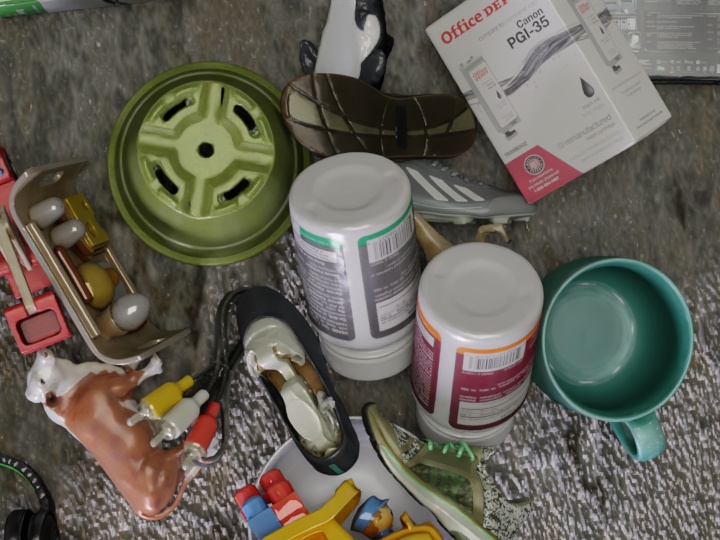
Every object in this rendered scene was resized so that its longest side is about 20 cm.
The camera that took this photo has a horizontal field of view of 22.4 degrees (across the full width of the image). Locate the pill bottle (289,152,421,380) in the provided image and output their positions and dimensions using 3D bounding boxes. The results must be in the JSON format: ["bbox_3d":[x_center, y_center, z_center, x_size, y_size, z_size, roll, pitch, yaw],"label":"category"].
[{"bbox_3d":[0.000,0.000,1.687,0.113,0.113,0.200,-11,131,-4],"label":"pill bottle"}]

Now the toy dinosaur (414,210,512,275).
[{"bbox_3d":[0.097,-0.001,1.724,0.101,0.058,0.200,-23,116,19],"label":"toy dinosaur"}]

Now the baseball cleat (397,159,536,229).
[{"bbox_3d":[0.072,-0.091,1.759,0.199,0.070,0.107,1,90,-5],"label":"baseball cleat"}]

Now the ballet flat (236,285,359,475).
[{"bbox_3d":[-0.063,0.099,1.692,0.073,0.073,0.200,-28,77,-4],"label":"ballet flat"}]

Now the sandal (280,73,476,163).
[{"bbox_3d":[0.013,-0.140,1.712,0.200,0.055,0.082,-1,90,-27],"label":"sandal"}]

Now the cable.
[{"bbox_3d":[-0.133,0.104,1.715,0.097,0.050,0.200,42,60,-10],"label":"cable"}]

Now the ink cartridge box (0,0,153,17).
[{"bbox_3d":[-0.256,-0.326,1.732,0.199,0.083,0.147,-6,89,-3],"label":"ink cartridge box"}]

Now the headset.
[{"bbox_3d":[-0.339,0.274,1.739,0.123,0.094,0.200,-22,76,0],"label":"headset"}]

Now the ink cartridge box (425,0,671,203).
[{"bbox_3d":[0.175,-0.187,1.724,0.083,0.146,0.200,-33,92,-49],"label":"ink cartridge box"}]

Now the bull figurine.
[{"bbox_3d":[-0.227,0.139,1.737,0.121,0.065,0.200,-38,97,-10],"label":"bull figurine"}]

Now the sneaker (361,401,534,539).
[{"bbox_3d":[0.083,0.183,1.692,0.089,0.077,0.200,-45,100,-4],"label":"sneaker"}]

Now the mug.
[{"bbox_3d":[0.226,0.078,1.740,0.152,0.114,0.186,12,90,-11],"label":"mug"}]

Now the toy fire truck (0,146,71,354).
[{"bbox_3d":[-0.324,-0.024,1.695,0.049,0.141,0.200,-22,91,-4],"label":"toy fire truck"}]

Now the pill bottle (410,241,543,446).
[{"bbox_3d":[0.104,0.077,1.686,0.114,0.200,0.114,1,51,-2],"label":"pill bottle"}]

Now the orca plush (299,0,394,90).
[{"bbox_3d":[-0.003,-0.229,1.772,0.105,0.071,0.201,-13,84,41],"label":"orca plush"}]

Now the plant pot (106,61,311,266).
[{"bbox_3d":[-0.141,-0.106,1.685,0.199,0.190,0.201,0,89,-4],"label":"plant pot"}]

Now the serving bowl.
[{"bbox_3d":[-0.009,0.238,1.751,0.199,0.066,0.201,0,89,-4],"label":"serving bowl"}]

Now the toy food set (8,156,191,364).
[{"bbox_3d":[-0.237,-0.012,1.695,0.060,0.143,0.200,-29,91,16],"label":"toy food set"}]

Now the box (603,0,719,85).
[{"bbox_3d":[0.302,-0.263,1.785,0.199,0.051,0.158,0,90,-3],"label":"box"}]

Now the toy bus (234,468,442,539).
[{"bbox_3d":[-0.024,0.258,1.665,0.200,0.136,0.192,-28,76,-5],"label":"toy bus"}]
